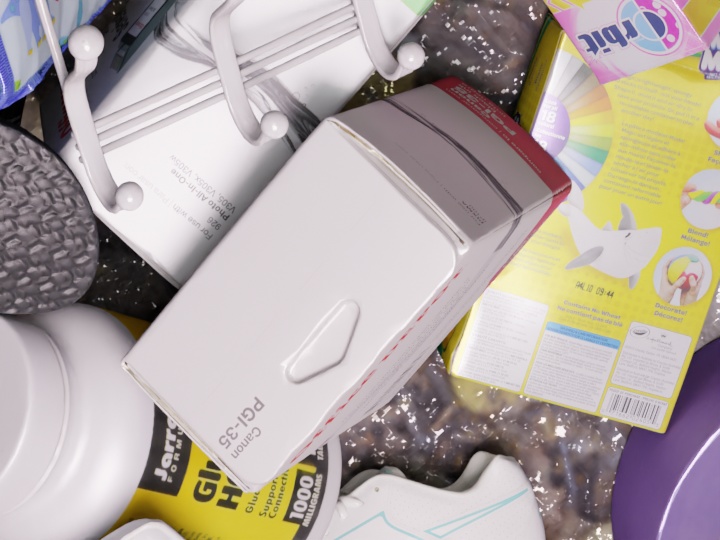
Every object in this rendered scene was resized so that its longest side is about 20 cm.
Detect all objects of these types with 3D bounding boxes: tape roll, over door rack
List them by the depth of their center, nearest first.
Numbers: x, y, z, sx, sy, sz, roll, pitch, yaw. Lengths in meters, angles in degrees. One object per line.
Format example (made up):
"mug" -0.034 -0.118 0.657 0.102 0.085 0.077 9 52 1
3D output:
"over door rack" -0.065 -0.139 0.992 0.147 0.067 0.201 -26 108 -22
"tape roll" 0.229 0.127 1.281 0.198 0.085 0.202 -3 106 -9

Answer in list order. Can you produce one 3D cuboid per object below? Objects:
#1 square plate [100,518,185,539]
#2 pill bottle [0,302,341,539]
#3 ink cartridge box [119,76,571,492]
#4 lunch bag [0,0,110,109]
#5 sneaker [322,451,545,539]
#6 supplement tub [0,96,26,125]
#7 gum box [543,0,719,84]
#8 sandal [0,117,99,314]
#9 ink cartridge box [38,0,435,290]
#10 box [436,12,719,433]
"square plate" -0.131 0.192 1.150 0.198 0.029 0.200 -34 145 4
"pill bottle" -0.107 0.077 1.150 0.199 0.112 0.113 19 105 -51
"ink cartridge box" 0.000 0.000 1.128 0.083 0.200 0.147 43 107 7
"lunch bag" -0.176 -0.173 1.053 0.127 0.170 0.200 -31 105 32
"sneaker" -0.006 0.138 1.260 0.199 0.070 0.081 -13 100 -12
"supplement tub" -0.218 -0.030 1.142 0.122 0.123 0.201 11 103 -12
"gum box" 0.139 -0.191 1.134 0.114 0.066 0.200 52 52 -19
"sandal" -0.192 -0.049 1.050 0.200 0.048 0.076 28 105 -22
"ink cartridge box" -0.047 -0.106 1.135 0.084 0.146 0.200 40 96 -15
"box" 0.120 -0.034 1.237 0.117 0.048 0.201 16 105 -13
